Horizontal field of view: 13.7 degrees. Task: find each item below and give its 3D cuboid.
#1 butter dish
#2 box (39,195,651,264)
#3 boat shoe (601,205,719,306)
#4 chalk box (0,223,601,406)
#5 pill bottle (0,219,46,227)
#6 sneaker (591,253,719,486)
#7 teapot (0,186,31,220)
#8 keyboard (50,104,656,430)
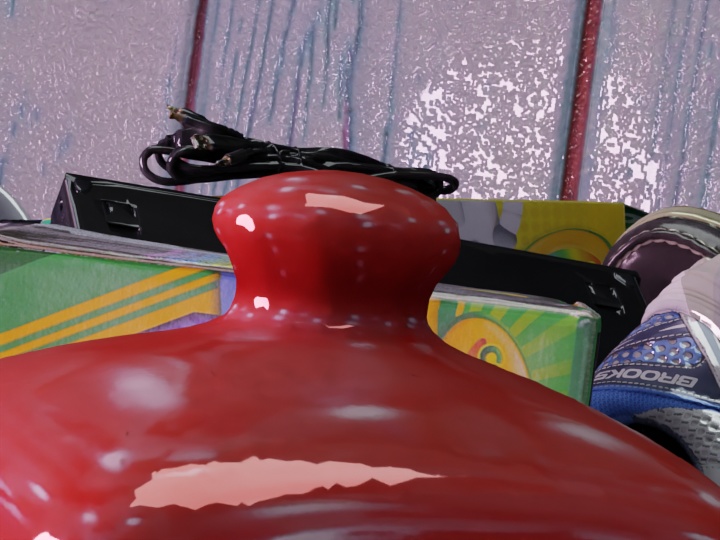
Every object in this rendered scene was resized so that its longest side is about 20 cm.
[{"bbox_3d":[-0.012,0.056,0.526,0.199,0.148,0.200,7,2,-25],"label":"butter dish"},{"bbox_3d":[0.002,0.000,1.044,0.199,0.049,0.117,-2,-2,-32],"label":"box"},{"bbox_3d":[0.148,0.060,0.960,0.200,0.073,0.065,47,21,11],"label":"boat shoe"},{"bbox_3d":[-0.002,0.062,0.780,0.199,0.124,0.124,8,1,2],"label":"chalk box"},{"bbox_3d":[-0.130,0.035,1.202,0.111,0.112,0.200,8,2,7],"label":"pill bottle"},{"bbox_3d":[0.135,0.088,0.856,0.085,0.077,0.200,-34,59,-21],"label":"sneaker"},{"bbox_3d":[-0.244,-0.003,1.288,0.146,0.200,0.197,38,-14,12],"label":"teapot"},{"bbox_3d":[0.000,0.000,0.926,0.199,0.021,0.127,10,36,-23],"label":"keyboard"}]
